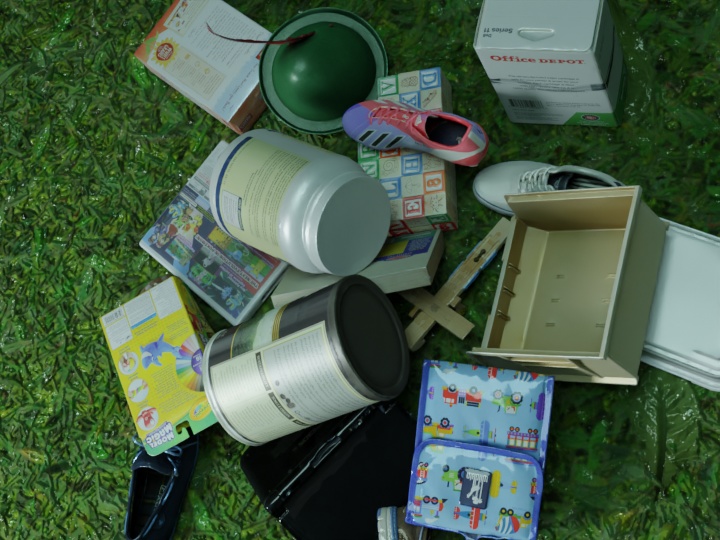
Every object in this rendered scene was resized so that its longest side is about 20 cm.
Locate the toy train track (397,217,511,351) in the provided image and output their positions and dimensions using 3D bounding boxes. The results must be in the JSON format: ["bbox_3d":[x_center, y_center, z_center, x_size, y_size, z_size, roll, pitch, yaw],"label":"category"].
[{"bbox_3d":[0.122,0.021,1.614,0.114,0.033,0.200,36,80,33],"label":"toy train track"}]

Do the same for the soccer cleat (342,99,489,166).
[{"bbox_3d":[0.063,-0.176,1.609,0.198,0.076,0.067,18,78,24],"label":"soccer cleat"}]

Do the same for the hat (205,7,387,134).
[{"bbox_3d":[-0.061,-0.265,1.666,0.199,0.176,0.167,-29,86,-2],"label":"hat"}]

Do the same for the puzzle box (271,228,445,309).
[{"bbox_3d":[0.000,0.000,1.615,0.198,0.133,0.026,-10,109,17],"label":"puzzle box"}]

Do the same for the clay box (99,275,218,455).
[{"bbox_3d":[-0.237,0.121,1.625,0.114,0.048,0.201,-28,65,10],"label":"clay box"}]

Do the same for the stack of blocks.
[{"bbox_3d":[0.058,-0.148,1.677,0.114,0.059,0.202,-7,70,17],"label":"stack of blocks"}]

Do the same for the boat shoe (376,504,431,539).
[{"bbox_3d":[0.064,0.363,1.490,0.072,0.072,0.202,-9,73,7],"label":"boat shoe"}]

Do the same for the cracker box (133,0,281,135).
[{"bbox_3d":[-0.198,-0.293,1.820,0.199,0.058,0.134,37,87,27],"label":"cracker box"}]

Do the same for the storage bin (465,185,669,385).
[{"bbox_3d":[0.233,0.018,1.508,0.197,0.093,0.202,-1,67,41],"label":"storage bin"}]

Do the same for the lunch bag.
[{"bbox_3d":[0.135,0.214,1.500,0.149,0.094,0.202,6,79,9],"label":"lunch bag"}]

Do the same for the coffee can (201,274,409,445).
[{"bbox_3d":[-0.064,0.107,1.535,0.199,0.146,0.148,-23,64,29],"label":"coffee can"}]

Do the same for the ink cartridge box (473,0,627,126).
[{"bbox_3d":[0.231,-0.252,1.574,0.145,0.200,0.084,6,73,21],"label":"ink cartridge box"}]

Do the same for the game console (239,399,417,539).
[{"bbox_3d":[-0.022,0.231,1.596,0.200,0.116,0.176,-45,34,-1],"label":"game console"}]

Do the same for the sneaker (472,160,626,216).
[{"bbox_3d":[0.228,-0.104,1.595,0.198,0.071,0.074,6,73,21],"label":"sneaker"}]

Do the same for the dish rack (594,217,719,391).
[{"bbox_3d":[0.368,0.029,1.515,0.199,0.044,0.173,21,81,26],"label":"dish rack"}]

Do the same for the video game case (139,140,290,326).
[{"bbox_3d":[-0.171,-0.049,1.745,0.200,0.023,0.183,38,87,25],"label":"video game case"}]

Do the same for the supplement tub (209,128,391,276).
[{"bbox_3d":[-0.074,-0.082,1.606,0.199,0.145,0.146,24,80,42],"label":"supplement tub"}]

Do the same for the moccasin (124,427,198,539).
[{"bbox_3d":[-0.247,0.249,1.641,0.080,0.068,0.202,-3,71,19],"label":"moccasin"}]

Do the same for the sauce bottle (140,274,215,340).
[{"bbox_3d":[-0.213,0.097,1.687,0.065,0.065,0.201,-36,66,4],"label":"sauce bottle"}]
